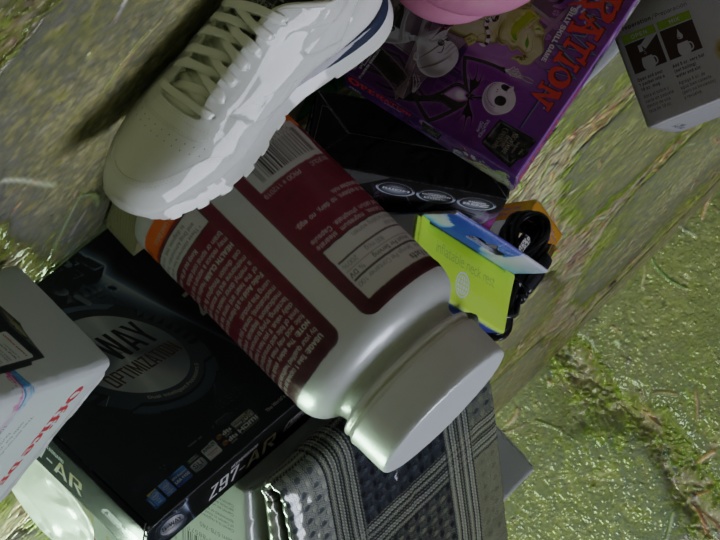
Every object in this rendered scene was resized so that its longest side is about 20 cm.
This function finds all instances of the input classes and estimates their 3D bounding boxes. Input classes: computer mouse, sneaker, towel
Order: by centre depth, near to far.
[{"bbox_3d":[-0.066,-0.112,1.531,0.200,0.076,0.081,-47,159,-17],"label":"sneaker"},{"bbox_3d":[0.016,0.147,1.751,0.193,0.034,0.200,-41,137,-34],"label":"towel"},{"bbox_3d":[0.027,-0.022,1.919,0.110,0.200,0.044,-57,153,-36],"label":"computer mouse"}]

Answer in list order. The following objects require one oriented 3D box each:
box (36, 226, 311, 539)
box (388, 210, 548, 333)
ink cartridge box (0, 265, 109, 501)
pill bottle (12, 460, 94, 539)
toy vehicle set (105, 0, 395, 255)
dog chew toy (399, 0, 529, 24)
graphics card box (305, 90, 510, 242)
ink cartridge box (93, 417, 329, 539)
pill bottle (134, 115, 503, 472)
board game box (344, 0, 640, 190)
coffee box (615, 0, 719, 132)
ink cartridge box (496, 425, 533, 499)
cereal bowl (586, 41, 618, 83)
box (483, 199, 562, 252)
[{"bbox_3d":[-0.109,0.048,1.681,0.200,0.160,0.044,-39,162,-26],"label":"box"},{"bbox_3d":[0.000,0.000,1.788,0.122,0.200,0.048,30,67,-53],"label":"box"},{"bbox_3d":[-0.243,0.086,1.527,0.146,0.083,0.200,-50,169,20],"label":"ink cartridge box"},{"bbox_3d":[-0.132,0.092,1.894,0.200,0.112,0.112,-40,168,-25],"label":"pill bottle"},{"bbox_3d":[-0.060,-0.101,1.677,0.200,0.027,0.124,-40,168,-28],"label":"toy vehicle set"},{"bbox_3d":[0.066,-0.196,1.571,0.124,0.125,0.200,-41,177,-23],"label":"dog chew toy"},{"bbox_3d":[0.020,-0.050,1.776,0.200,0.125,0.051,116,-15,-74],"label":"graphics card box"},{"bbox_3d":[-0.069,0.158,1.795,0.145,0.145,0.200,-29,134,-39],"label":"ink cartridge box"},{"bbox_3d":[-0.022,0.010,1.619,0.114,0.200,0.114,-43,169,-10],"label":"pill bottle"},{"bbox_3d":[0.093,-0.159,1.680,0.200,0.120,0.032,-56,176,-15],"label":"board game box"},{"bbox_3d":[0.186,-0.192,1.769,0.080,0.200,0.114,-21,176,14],"label":"coffee box"},{"bbox_3d":[0.005,0.181,1.980,0.145,0.088,0.200,-43,180,-37],"label":"ink cartridge box"},{"bbox_3d":[0.082,-0.140,1.881,0.200,0.083,0.200,-34,169,-7],"label":"cereal bowl"},{"bbox_3d":[0.043,0.036,1.958,0.119,0.042,0.200,-7,-142,45],"label":"box"}]
